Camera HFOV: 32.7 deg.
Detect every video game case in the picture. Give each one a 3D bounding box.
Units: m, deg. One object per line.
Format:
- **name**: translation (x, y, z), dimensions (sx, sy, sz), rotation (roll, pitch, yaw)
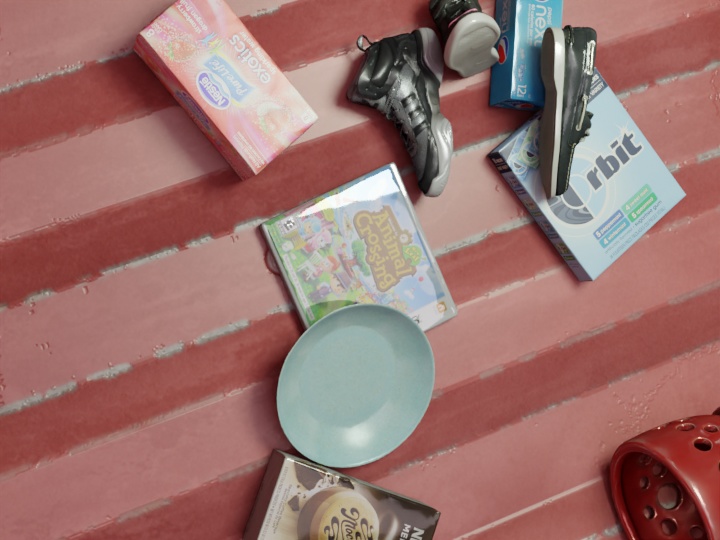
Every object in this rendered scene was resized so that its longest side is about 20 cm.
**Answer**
- **video game case**: translation (0.000, 0.000, 1.454), dimensions (0.180, 0.022, 0.202), rotation (-25, 96, -14)

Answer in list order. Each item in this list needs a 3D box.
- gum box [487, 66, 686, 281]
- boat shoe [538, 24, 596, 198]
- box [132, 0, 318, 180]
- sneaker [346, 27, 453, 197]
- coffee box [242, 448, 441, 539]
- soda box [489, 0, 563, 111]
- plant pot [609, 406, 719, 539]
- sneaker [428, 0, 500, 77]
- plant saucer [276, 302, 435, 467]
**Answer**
- **gum box**: translation (0.282, -0.118, 1.520), dimensions (0.169, 0.045, 0.201), rotation (-40, 98, -12)
- **boat shoe**: translation (0.244, -0.183, 1.431), dimensions (0.059, 0.076, 0.203), rotation (-3, 113, -7)
- **box**: translation (-0.153, -0.211, 1.377), dimensions (0.102, 0.095, 0.201), rotation (-41, 99, -11)
- **sneaker**: translation (0.043, -0.184, 1.444), dimensions (0.112, 0.075, 0.203), rotation (-4, 85, -14)
- **coffee box**: translation (-0.022, 0.295, 1.415), dimensions (0.198, 0.080, 0.115), rotation (21, 83, -14)
- **soda box**: translation (0.203, -0.301, 1.488), dimensions (0.063, 0.068, 0.203), rotation (5, 88, -17)
- **plant pot**: translation (0.428, 0.267, 1.484), dimensions (0.181, 0.200, 0.203), rotation (-22, 95, -23)
- **sneaker**: translation (0.112, -0.289, 1.412), dimensions (0.070, 0.200, 0.100), rotation (-27, 85, 7)
- **plant saucer**: translation (-0.009, 0.128, 1.424), dimensions (0.198, 0.039, 0.204), rotation (-8, 110, -21)
